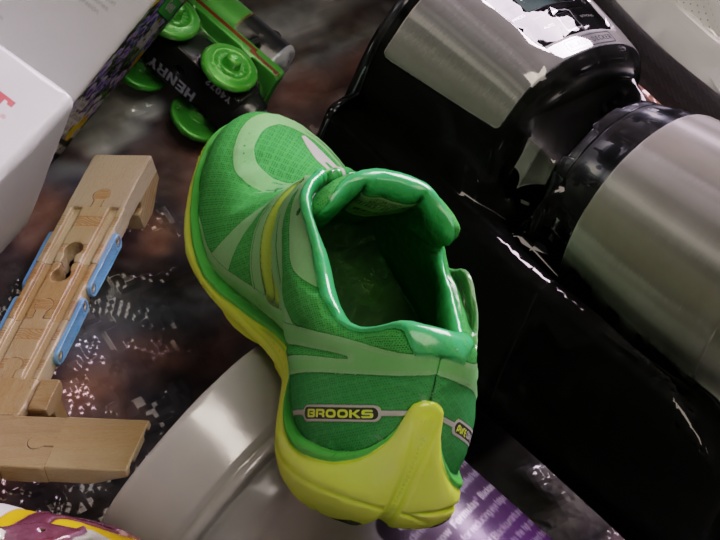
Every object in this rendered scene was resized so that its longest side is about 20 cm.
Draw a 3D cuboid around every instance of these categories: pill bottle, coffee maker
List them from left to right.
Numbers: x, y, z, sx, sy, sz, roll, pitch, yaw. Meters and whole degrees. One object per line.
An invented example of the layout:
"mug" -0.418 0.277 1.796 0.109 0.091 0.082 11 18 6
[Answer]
"pill bottle" 0.016 0.120 0.904 0.200 0.111 0.111 42 53 6
"coffee maker" 0.073 0.015 0.970 0.200 0.192 0.135 38 11 28

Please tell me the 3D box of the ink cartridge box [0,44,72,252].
"ink cartridge box" -0.210 -0.017 0.911 0.144 0.085 0.200 36 53 5

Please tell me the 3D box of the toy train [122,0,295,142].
"toy train" -0.104 -0.124 1.056 0.200 0.042 0.056 41 43 6

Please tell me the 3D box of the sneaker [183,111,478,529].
"sneaker" 0.000 0.000 0.877 0.074 0.084 0.200 11 26 -24

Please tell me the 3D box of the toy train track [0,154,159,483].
"toy train track" -0.109 0.037 0.951 0.114 0.033 0.200 1 43 20

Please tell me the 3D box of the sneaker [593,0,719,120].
"sneaker" 0.112 -0.141 1.021 0.200 0.074 0.116 42 80 -15

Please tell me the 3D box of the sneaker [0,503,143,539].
"sneaker" -0.125 0.091 0.805 0.200 0.090 0.075 9 79 -34

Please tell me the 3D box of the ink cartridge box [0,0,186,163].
"ink cartridge box" -0.092 -0.146 0.999 0.109 0.050 0.200 39 90 5
